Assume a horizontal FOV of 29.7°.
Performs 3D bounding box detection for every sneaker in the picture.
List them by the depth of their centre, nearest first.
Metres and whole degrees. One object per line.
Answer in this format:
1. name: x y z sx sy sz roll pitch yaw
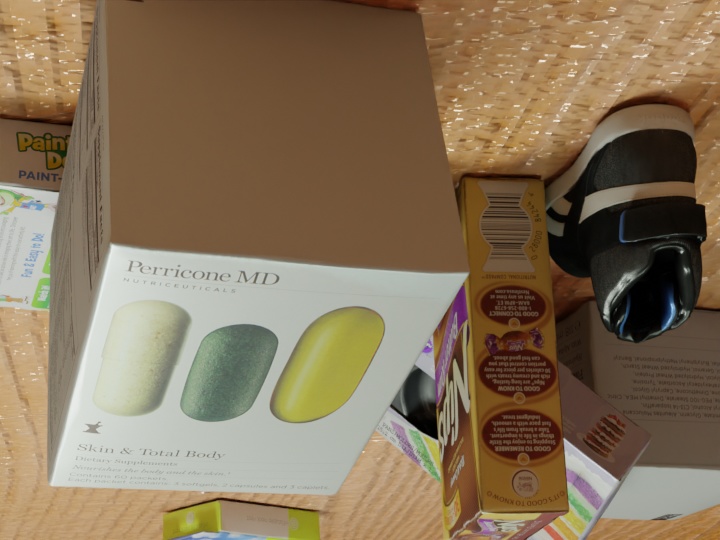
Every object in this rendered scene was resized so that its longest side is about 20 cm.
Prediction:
1. sneaker: 0.147 -0.004 0.794 0.072 0.113 0.200 -1 160 -3

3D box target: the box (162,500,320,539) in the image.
1. box: -0.165 0.340 1.784 0.121 0.048 0.199 -22 152 40

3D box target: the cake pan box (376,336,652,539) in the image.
1. cake pan box: 0.100 0.115 1.001 0.200 0.052 0.185 39 148 15

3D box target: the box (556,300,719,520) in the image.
1. box: 0.228 0.123 1.123 0.198 0.132 0.199 5 158 -21

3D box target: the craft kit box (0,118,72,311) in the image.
1. craft kit box: -0.171 -0.024 0.804 0.196 0.049 0.200 2 159 -20

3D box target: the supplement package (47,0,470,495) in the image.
1. supplement package: -0.061 -0.008 0.638 0.150 0.152 0.201 5 144 -18

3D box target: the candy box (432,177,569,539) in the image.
1. candy box: 0.080 0.058 0.826 0.056 0.202 0.117 0 160 -8
